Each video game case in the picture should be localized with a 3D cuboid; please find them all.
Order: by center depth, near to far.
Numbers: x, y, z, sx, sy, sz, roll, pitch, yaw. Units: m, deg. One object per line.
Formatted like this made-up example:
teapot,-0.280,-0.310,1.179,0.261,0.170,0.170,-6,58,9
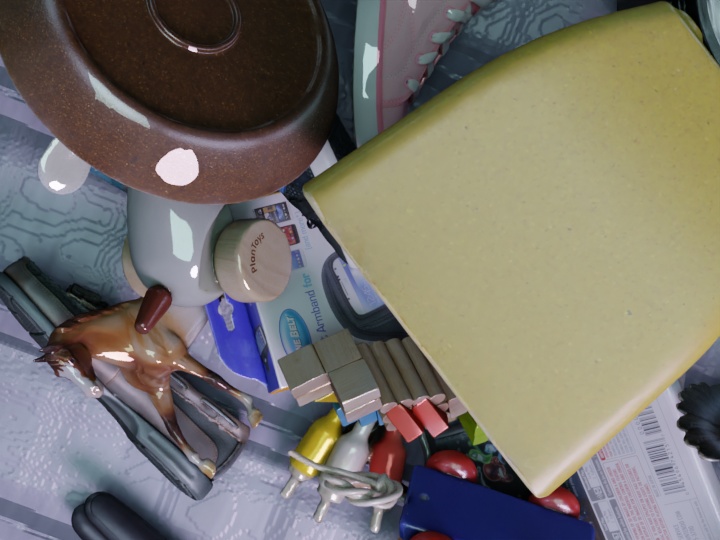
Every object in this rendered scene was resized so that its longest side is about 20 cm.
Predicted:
video game case,0.156,0.178,0.922,0.181,0.023,0.201,-19,99,31

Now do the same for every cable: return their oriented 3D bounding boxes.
cable,0.019,0.074,0.929,0.097,0.050,0.201,18,98,11

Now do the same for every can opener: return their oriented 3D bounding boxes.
can opener,-0.113,0.221,0.949,0.200,0.079,0.063,36,133,-3

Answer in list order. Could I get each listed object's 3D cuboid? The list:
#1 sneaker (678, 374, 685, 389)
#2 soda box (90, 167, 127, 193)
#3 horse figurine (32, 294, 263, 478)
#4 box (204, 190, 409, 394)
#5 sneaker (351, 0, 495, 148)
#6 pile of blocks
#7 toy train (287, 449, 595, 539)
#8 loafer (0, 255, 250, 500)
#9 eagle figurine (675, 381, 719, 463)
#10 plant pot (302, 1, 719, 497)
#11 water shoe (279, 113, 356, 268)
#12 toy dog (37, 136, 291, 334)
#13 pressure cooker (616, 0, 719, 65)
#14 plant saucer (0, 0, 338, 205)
sneaker,0.169,0.053,0.939,0.082,0.074,0.201,20,110,36
soda box,-0.096,-0.136,0.892,0.063,0.068,0.201,29,94,-7
horse figurine,-0.099,0.032,0.898,0.132,0.050,0.200,41,59,-5
box,0.000,0.000,0.889,0.199,0.041,0.120,-15,84,-20
sneaker,0.048,-0.162,0.888,0.104,0.075,0.201,6,87,0
pile of blocks,0.040,0.083,0.864,0.199,0.062,0.082,1,137,-34
toy train,0.038,0.179,0.904,0.199,0.085,0.116,18,131,1
loafer,-0.154,0.061,0.924,0.063,0.072,0.200,-44,104,-17
eagle figurine,0.288,0.128,0.871,0.199,0.152,0.151,-21,138,-11
plant pot,0.121,-0.035,0.754,0.200,0.195,0.195,-38,89,12
water shoe,-0.057,-0.082,0.845,0.079,0.072,0.201,-27,95,14
toy dog,-0.126,-0.046,0.793,0.132,0.096,0.200,-27,106,41
pressure cooker,0.259,-0.164,0.838,0.176,0.200,0.179,-34,97,-1
plant saucer,-0.093,-0.132,0.748,0.199,0.034,0.201,14,58,-24
